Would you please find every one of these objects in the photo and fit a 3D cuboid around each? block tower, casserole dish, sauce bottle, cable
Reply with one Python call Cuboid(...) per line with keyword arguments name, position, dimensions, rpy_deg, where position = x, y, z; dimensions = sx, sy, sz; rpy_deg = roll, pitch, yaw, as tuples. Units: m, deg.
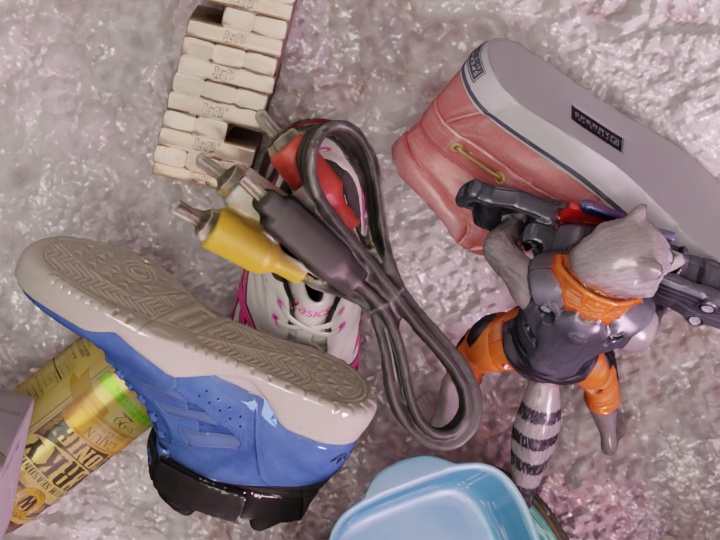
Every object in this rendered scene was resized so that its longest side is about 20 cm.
Cuboid(name="block tower", position=(-0.061, -0.142, 1.556), dimensions=(0.058, 0.054, 0.200), rpy_deg=(13, 103, -1))
Cuboid(name="casserole dish", position=(0.048, 0.195, 1.543), dimensions=(0.121, 0.039, 0.200), rpy_deg=(-19, 91, -20))
Cuboid(name="sauce bottle", position=(-0.184, 0.101, 1.602), dimensions=(0.200, 0.065, 0.065), rpy_deg=(-39, 97, 6))
Cuboid(name="cable", position=(0.000, 0.000, 1.509), dimensions=(0.097, 0.050, 0.200), rpy_deg=(-47, 106, -9))

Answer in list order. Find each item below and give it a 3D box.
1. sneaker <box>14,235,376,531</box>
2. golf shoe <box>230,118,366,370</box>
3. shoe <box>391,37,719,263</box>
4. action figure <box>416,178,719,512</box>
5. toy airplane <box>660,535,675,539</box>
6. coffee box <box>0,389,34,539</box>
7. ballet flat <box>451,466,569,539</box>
Cuboid(name="sneaker", position=(-0.103, 0.067, 1.528), dimensions=(0.200, 0.077, 0.111), rpy_deg=(25, 118, -11))
Cuboid(name="golf shoe", position=(-0.035, 0.022, 1.570), dimensions=(0.073, 0.092, 0.200), rpy_deg=(3, 104, 0))
Cuboid(name="shoe", position=(0.115, -0.036, 1.566), dimensions=(0.200, 0.072, 0.091), rpy_deg=(34, 125, -17))
Cuboid(name="action figure", position=(0.131, 0.040, 1.518), dimensions=(0.200, 0.105, 0.194), rpy_deg=(15, 142, -2))
Cuboid(name="toy airplane", position=(0.246, 0.176, 1.563), dimensions=(0.199, 0.141, 0.200), rpy_deg=(-27, 133, 20))
Cuboid(name="coffee box", position=(-0.280, 0.095, 1.510), dimensions=(0.200, 0.113, 0.080), rpy_deg=(13, 107, -1))
Cuboid(name="ballet flat", position=(0.107, 0.196, 1.607), dimensions=(0.068, 0.068, 0.200), rpy_deg=(-29, 89, 9))
